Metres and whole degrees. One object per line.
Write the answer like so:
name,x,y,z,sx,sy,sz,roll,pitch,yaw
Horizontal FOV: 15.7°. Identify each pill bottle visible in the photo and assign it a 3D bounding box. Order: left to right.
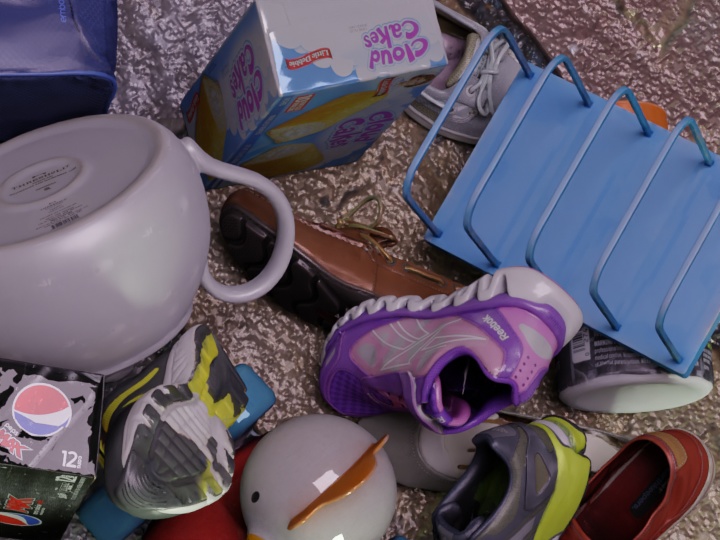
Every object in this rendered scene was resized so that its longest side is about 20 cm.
pill bottle,0.179,-0.011,1.758,0.106,0.106,0.200,3,73,-17

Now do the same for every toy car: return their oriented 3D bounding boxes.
toy car,-0.046,0.153,1.587,0.177,0.200,0.184,-41,89,-23

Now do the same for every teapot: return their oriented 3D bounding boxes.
teapot,-0.170,0.003,1.623,0.197,0.200,0.146,-55,133,-46

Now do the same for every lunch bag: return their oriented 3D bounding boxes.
lunch bag,-0.256,-0.161,1.650,0.200,0.136,0.133,-2,74,-16

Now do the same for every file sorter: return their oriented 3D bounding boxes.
file sorter,0.146,-0.049,1.655,0.200,0.123,0.139,28,83,21

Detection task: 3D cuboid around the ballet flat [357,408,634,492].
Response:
ballet flat,0.098,0.116,1.717,0.200,0.064,0.068,11,71,-14

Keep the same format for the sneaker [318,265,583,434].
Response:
sneaker,0.045,0.064,1.640,0.080,0.200,0.089,42,49,-29

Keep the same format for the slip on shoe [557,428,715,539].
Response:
slip on shoe,0.146,0.179,1.676,0.200,0.061,0.074,-50,58,11

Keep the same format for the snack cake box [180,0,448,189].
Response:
snack cake box,-0.033,-0.119,1.672,0.115,0.200,0.067,-11,78,-20

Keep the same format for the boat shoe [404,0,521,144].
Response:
boat shoe,0.047,-0.150,1.779,0.202,0.065,0.074,31,68,-6

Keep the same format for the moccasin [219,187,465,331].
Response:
moccasin,0.001,-0.001,1.717,0.201,0.074,0.078,25,60,-6

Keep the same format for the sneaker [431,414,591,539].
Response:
sneaker,0.074,0.183,1.652,0.081,0.074,0.200,12,97,-40

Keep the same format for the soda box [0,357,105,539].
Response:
soda box,-0.198,0.110,1.550,0.071,0.200,0.063,9,71,-10

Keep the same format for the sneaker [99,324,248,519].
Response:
sneaker,-0.122,0.104,1.541,0.085,0.200,0.075,-32,100,18
